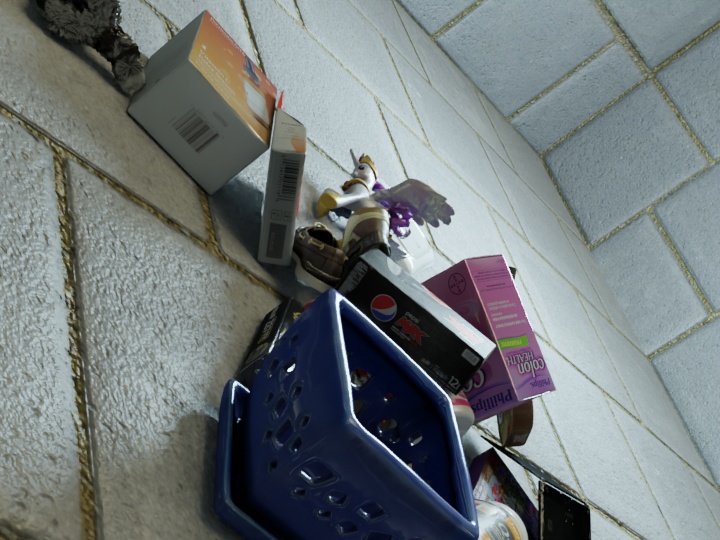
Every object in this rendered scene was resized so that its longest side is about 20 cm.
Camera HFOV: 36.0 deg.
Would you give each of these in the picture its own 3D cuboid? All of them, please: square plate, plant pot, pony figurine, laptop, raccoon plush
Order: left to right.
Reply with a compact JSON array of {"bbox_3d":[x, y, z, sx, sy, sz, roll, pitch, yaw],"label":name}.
[{"bbox_3d":[-0.341,-0.318,1.343,0.134,0.096,0.201,-125,-163,-49],"label":"raccoon plush"},{"bbox_3d":[-0.025,0.175,1.045,0.200,0.179,0.201,45,20,-29],"label":"plant pot"},{"bbox_3d":[0.025,-0.090,1.734,0.193,0.166,0.200,44,35,-6],"label":"pony figurine"},{"bbox_3d":[0.060,-0.084,1.967,0.199,0.028,0.200,55,18,2],"label":"square plate"},{"bbox_3d":[0.251,0.349,1.579,0.177,0.103,0.201,34,52,-49],"label":"laptop"}]

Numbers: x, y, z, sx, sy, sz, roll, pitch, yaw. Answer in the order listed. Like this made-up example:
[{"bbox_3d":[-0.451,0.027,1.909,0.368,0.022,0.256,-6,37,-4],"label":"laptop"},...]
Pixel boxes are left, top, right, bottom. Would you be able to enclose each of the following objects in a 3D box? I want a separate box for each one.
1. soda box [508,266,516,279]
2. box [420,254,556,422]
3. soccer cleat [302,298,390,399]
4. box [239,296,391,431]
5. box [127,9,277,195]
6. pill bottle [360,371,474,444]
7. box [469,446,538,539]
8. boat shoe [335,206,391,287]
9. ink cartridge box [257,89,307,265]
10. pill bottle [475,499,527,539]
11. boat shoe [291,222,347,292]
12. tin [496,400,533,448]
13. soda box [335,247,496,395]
[{"bbox_3d":[0.176,0.088,1.668,0.070,0.201,0.063,15,-14,8],"label":"soda box"},{"bbox_3d":[0.141,0.106,1.513,0.096,0.175,0.201,-7,73,-48],"label":"box"},{"bbox_3d":[0.013,0.098,1.371,0.200,0.069,0.085,37,39,16],"label":"soccer cleat"},{"bbox_3d":[-0.046,0.144,1.256,0.200,0.049,0.161,53,19,-12],"label":"box"},{"bbox_3d":[-0.198,-0.221,1.433,0.152,0.106,0.200,46,20,-24],"label":"box"},{"bbox_3d":[0.058,0.131,1.440,0.113,0.113,0.201,26,32,-55],"label":"pill bottle"},{"bbox_3d":[0.194,0.339,1.532,0.137,0.039,0.200,55,18,0],"label":"box"},{"bbox_3d":[0.001,0.000,1.483,0.071,0.201,0.066,2,52,-10],"label":"boat shoe"},{"bbox_3d":[-0.098,-0.124,1.448,0.050,0.163,0.200,9,30,-2],"label":"ink cartridge box"},{"bbox_3d":[0.120,0.322,1.253,0.117,0.116,0.200,59,19,15],"label":"pill bottle"},{"bbox_3d":[-0.056,-0.027,1.456,0.072,0.060,0.200,29,10,-15],"label":"boat shoe"},{"bbox_3d":[0.224,0.194,1.623,0.200,0.042,0.113,85,5,-69],"label":"tin"},{"bbox_3d":[0.067,0.060,1.366,0.200,0.063,0.071,40,21,8],"label":"soda box"}]
